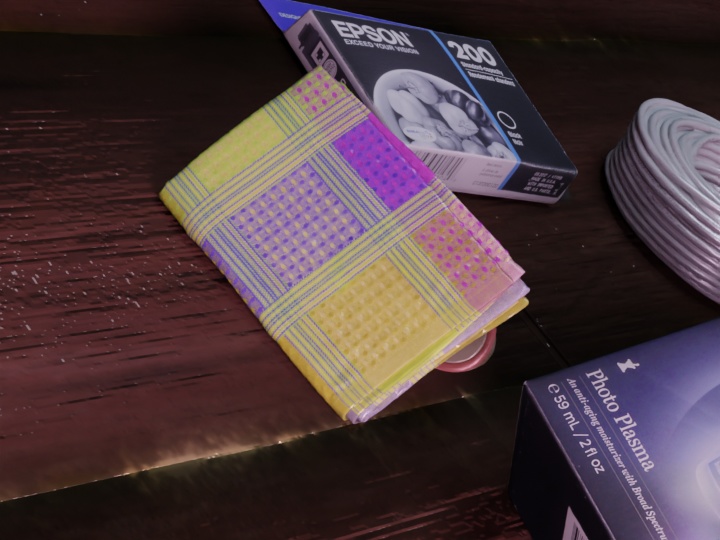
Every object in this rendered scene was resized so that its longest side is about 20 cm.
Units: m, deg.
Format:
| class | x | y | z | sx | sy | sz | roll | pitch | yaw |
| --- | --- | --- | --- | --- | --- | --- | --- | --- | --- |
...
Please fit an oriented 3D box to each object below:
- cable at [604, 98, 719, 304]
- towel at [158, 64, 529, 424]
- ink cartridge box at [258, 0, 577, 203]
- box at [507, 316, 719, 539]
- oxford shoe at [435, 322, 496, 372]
| class | x | y | z | sx | sy | sz | roll | pitch | yaw |
| --- | --- | --- | --- | --- | --- | --- | --- | --- | --- |
| cable | 0.288 | -0.050 | 1.713 | 0.200 | 0.069 | 0.200 | 11 | 39 | -39 |
| towel | -0.011 | -0.015 | 1.288 | 0.200 | 0.144 | 0.023 | 48 | -15 | 16 |
| ink cartridge box | 0.043 | -0.139 | 1.585 | 0.198 | 0.043 | 0.200 | 4 | 43 | -45 |
| box | 0.217 | 0.138 | 1.221 | 0.198 | 0.123 | 0.200 | -17 | 54 | -16 |
| oxford shoe | 0.000 | 0.000 | 1.339 | 0.200 | 0.070 | 0.075 | 41 | -2 | 12 |
